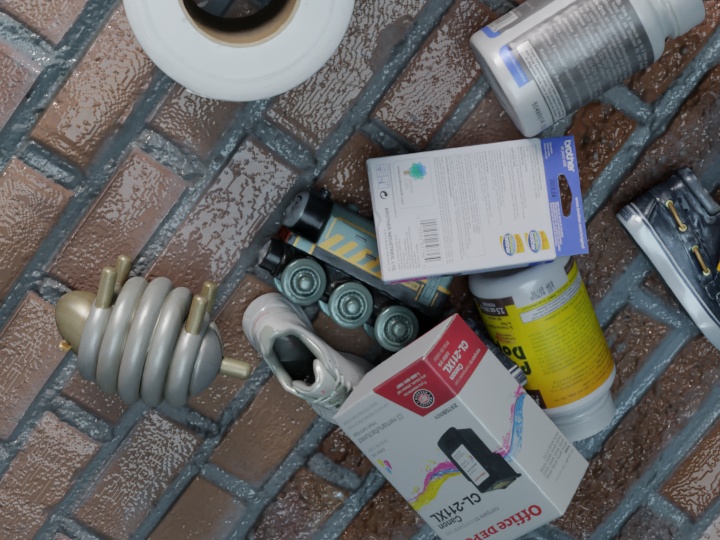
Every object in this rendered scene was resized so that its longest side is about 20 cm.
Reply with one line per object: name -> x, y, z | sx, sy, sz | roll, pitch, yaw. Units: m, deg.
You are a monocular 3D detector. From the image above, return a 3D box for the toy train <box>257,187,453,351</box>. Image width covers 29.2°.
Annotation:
toy train -> 0.000, 0.000, 1.368 | 0.199, 0.085, 0.115 | 27, 90, -13

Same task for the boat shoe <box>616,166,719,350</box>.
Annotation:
boat shoe -> 0.352, -0.007, 1.409 | 0.091, 0.071, 0.201 | -37, 109, 7

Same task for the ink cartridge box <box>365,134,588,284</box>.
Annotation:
ink cartridge box -> 0.111, -0.058, 1.316 | 0.198, 0.042, 0.120 | -8, 83, 4

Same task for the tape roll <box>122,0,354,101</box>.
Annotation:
tape roll -> -0.110, -0.263, 1.223 | 0.201, 0.139, 0.204 | -3, 109, -8

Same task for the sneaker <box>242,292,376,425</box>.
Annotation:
sneaker -> -0.039, 0.113, 1.387 | 0.200, 0.099, 0.078 | 38, 101, -18

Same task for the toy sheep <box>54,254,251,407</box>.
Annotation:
toy sheep -> -0.200, 0.067, 1.333 | 0.199, 0.138, 0.139 | 18, 107, 4

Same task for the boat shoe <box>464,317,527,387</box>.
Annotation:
boat shoe -> 0.086, 0.128, 1.414 | 0.091, 0.071, 0.200 | 51, 133, 9

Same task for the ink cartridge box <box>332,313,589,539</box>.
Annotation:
ink cartridge box -> 0.097, 0.164, 1.320 | 0.200, 0.083, 0.146 | 48, 130, -6

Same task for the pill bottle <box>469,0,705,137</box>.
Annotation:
pill bottle -> 0.213, -0.223, 1.297 | 0.199, 0.114, 0.114 | -31, 111, 4

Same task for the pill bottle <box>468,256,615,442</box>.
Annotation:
pill bottle -> 0.191, 0.071, 1.401 | 0.109, 0.109, 0.201 | -24, 111, 1

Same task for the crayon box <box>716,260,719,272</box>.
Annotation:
crayon box -> 0.437, -0.036, 1.384 | 0.199, 0.051, 0.127 | 19, 91, -35
